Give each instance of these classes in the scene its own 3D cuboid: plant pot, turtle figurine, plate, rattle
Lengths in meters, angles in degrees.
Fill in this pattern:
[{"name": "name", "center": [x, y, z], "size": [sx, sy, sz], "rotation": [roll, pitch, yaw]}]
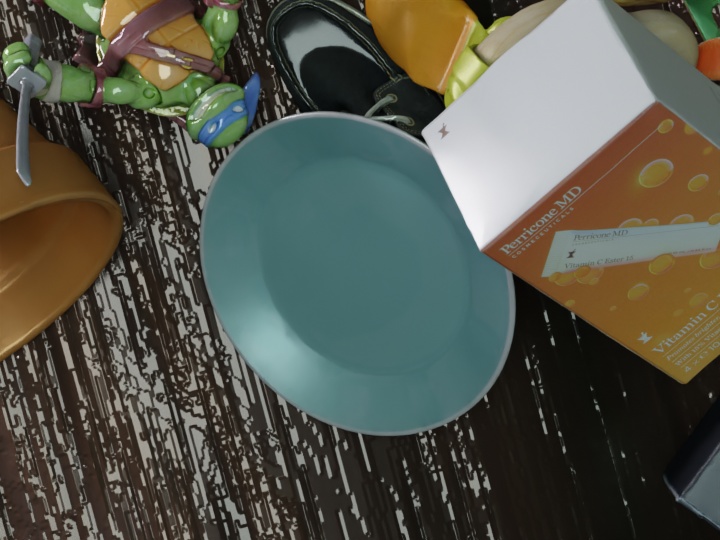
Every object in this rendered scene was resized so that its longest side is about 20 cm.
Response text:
[{"name": "plant pot", "center": [-0.252, -0.031, 1.376], "size": [0.200, 0.200, 0.140], "rotation": [-37, 75, 4]}, {"name": "turtle figurine", "center": [-0.137, -0.160, 1.362], "size": [0.194, 0.200, 0.144], "rotation": [50, 115, 20]}, {"name": "plate", "center": [0.000, 0.000, 1.405], "size": [0.199, 0.026, 0.202], "rotation": [11, 119, 22]}, {"name": "rattle", "center": [0.124, -0.124, 1.405], "size": [0.199, 0.143, 0.131], "rotation": [-20, 117, -16]}]

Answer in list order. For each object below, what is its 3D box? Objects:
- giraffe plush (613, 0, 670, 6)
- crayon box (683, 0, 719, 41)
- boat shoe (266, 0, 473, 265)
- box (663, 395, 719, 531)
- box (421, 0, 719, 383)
[{"name": "giraffe plush", "center": [0.152, -0.243, 1.270], "size": [0.171, 0.162, 0.202], "rotation": [-8, 91, 3]}, {"name": "crayon box", "center": [0.291, -0.168, 1.406], "size": [0.199, 0.051, 0.128], "rotation": [-29, 92, 4]}, {"name": "boat shoe", "center": [0.019, -0.081, 1.415], "size": [0.072, 0.068, 0.200], "rotation": [-39, 89, 5]}, {"name": "box", "center": [0.290, 0.087, 1.390], "size": [0.148, 0.107, 0.201], "rotation": [37, 93, 0]}, {"name": "box", "center": [0.150, -0.043, 1.328], "size": [0.124, 0.200, 0.098], "rotation": [-41, 46, 19]}]
